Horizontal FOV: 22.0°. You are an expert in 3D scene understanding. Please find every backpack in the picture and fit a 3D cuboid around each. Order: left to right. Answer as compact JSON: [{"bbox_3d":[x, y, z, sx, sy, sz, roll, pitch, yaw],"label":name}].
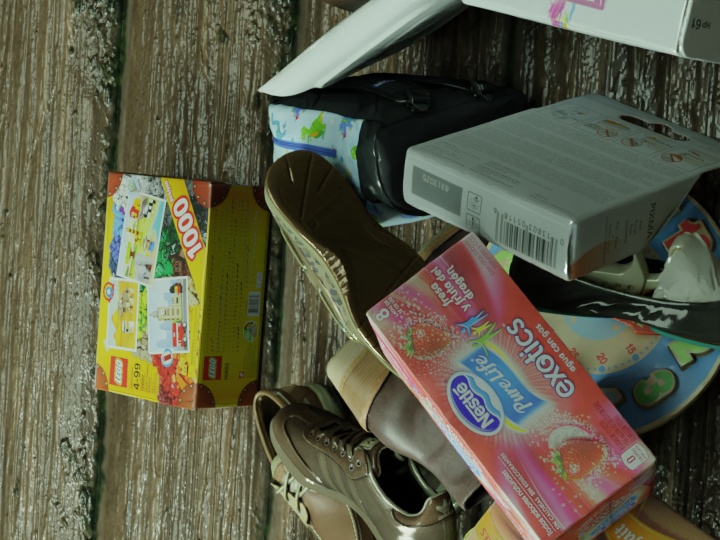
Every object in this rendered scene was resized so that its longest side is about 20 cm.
[{"bbox_3d":[0.010,-0.096,1.459,0.199,0.162,0.155,27,124,43],"label":"backpack"}]

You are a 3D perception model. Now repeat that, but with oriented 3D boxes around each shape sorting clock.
[{"bbox_3d":[0.173,0.022,1.335,0.198,0.039,0.202,-6,71,18],"label":"shape sorting clock"}]

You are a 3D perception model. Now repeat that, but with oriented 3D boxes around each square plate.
[{"bbox_3d":[0.044,-0.198,1.399,0.198,0.200,0.029,-32,90,45],"label":"square plate"}]

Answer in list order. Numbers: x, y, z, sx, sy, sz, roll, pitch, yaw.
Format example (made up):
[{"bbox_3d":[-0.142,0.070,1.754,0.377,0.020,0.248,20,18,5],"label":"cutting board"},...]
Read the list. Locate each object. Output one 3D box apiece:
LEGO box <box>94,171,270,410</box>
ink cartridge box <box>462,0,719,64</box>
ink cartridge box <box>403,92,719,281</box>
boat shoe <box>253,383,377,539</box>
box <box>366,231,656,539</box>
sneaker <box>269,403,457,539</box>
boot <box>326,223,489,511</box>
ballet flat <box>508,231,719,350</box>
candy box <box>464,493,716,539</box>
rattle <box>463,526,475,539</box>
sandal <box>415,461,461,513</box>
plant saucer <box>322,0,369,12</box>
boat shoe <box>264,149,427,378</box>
[{"bbox_3d":[-0.162,0.016,1.680,0.148,0.077,0.202,7,94,44],"label":"LEGO box"},{"bbox_3d":[0.194,-0.199,1.285,0.199,0.144,0.085,24,105,42],"label":"ink cartridge box"},{"bbox_3d":[0.153,-0.064,1.295,0.162,0.199,0.051,28,123,41],"label":"ink cartridge box"},{"bbox_3d":[-0.041,0.171,1.527,0.076,0.073,0.200,-62,35,27],"label":"boat shoe"},{"bbox_3d":[0.102,0.089,1.246,0.094,0.103,0.200,-36,71,-4],"label":"box"},{"bbox_3d":[0.007,0.149,1.445,0.200,0.070,0.076,37,135,33],"label":"sneaker"},{"bbox_3d":[0.089,0.064,1.405,0.166,0.072,0.200,39,82,27],"label":"boot"},{"bbox_3d":[0.196,0.008,1.267,0.198,0.068,0.069,9,122,16],"label":"ballet flat"},{"bbox_3d":[0.179,0.212,1.275,0.199,0.055,0.116,36,78,17],"label":"candy box"},{"bbox_3d":[0.163,0.254,1.331,0.142,0.131,0.201,-21,45,5],"label":"rattle"},{"bbox_3d":[0.074,0.139,1.453,0.080,0.057,0.201,51,117,32],"label":"sandal"},{"bbox_3d":[0.059,-0.246,1.400,0.200,0.200,0.037,-30,92,40],"label":"plant saucer"},{"bbox_3d":[0.000,0.000,1.373,0.201,0.073,0.063,56,164,4],"label":"boat shoe"}]
